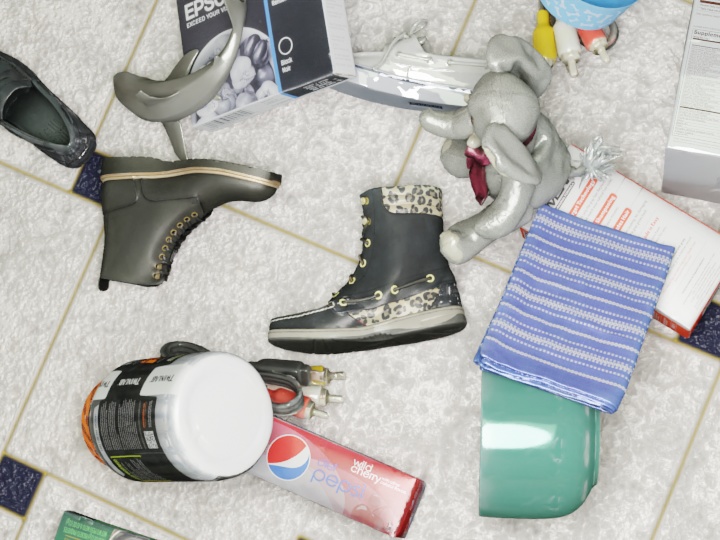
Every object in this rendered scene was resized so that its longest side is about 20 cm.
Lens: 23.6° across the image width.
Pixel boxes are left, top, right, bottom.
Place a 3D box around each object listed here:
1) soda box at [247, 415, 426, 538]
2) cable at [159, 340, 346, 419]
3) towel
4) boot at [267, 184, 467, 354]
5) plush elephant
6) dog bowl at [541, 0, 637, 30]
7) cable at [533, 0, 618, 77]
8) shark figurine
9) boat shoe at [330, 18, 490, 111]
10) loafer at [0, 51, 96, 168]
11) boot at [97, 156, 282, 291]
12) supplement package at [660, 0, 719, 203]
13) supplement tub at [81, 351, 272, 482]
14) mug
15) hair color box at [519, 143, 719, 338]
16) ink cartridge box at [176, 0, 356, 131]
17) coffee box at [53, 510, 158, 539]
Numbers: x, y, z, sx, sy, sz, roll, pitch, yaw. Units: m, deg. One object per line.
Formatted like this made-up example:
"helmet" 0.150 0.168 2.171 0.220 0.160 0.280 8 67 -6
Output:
"soda box" -0.037 0.200 1.723 0.198 0.070 0.064 22 84 12
"cable" -0.117 0.118 1.749 0.198 0.097 0.051 4 121 16
"towel" 0.204 0.033 1.634 0.143 0.024 0.201 18 58 12
"boot" 0.001 0.000 1.754 0.201 0.074 0.156 -7 76 4
"plush elephant" 0.131 -0.126 1.659 0.198 0.155 0.166 -15 45 29
"dog bowl" 0.216 -0.329 1.753 0.110 0.050 0.202 -4 59 -22
"cable" 0.202 -0.290 1.774 0.096 0.050 0.202 -18 77 -2
"shark figurine" -0.186 -0.197 1.769 0.214 0.089 0.129 -32 69 35
"boat shoe" 0.053 -0.216 1.780 0.199 0.075 0.087 10 82 9
"loafer" -0.366 -0.184 1.844 0.200 0.070 0.068 38 87 13
"boot" -0.180 -0.044 1.795 0.198 0.077 0.140 2 84 23
"supplement package" 0.379 -0.178 1.660 0.145 0.191 0.202 11 82 10
"supplement tub" -0.185 0.145 1.687 0.199 0.122 0.124 -9 74 51
"mug" 0.172 0.145 1.657 0.113 0.152 0.187 2 79 5
"hair color box" 0.268 -0.029 1.719 0.199 0.061 0.102 33 87 12
"ink cartridge box" -0.105 -0.268 1.791 0.197 0.043 0.203 -17 75 35
"coffee box" -0.272 0.358 1.746 0.122 0.044 0.202 16 83 11
